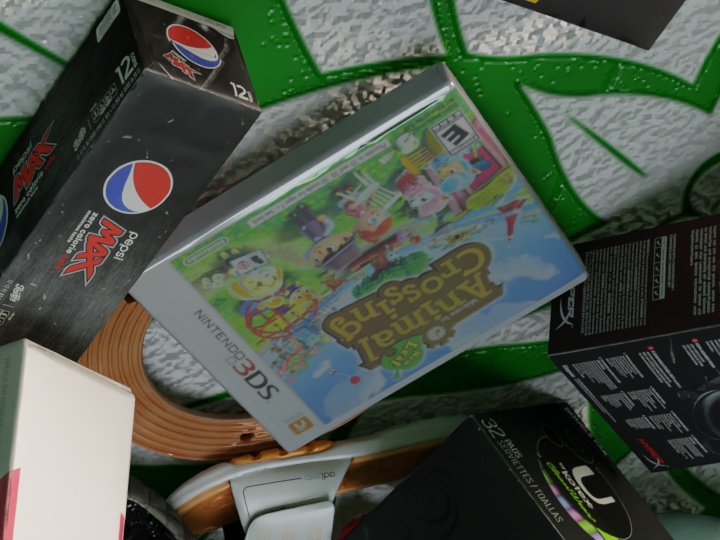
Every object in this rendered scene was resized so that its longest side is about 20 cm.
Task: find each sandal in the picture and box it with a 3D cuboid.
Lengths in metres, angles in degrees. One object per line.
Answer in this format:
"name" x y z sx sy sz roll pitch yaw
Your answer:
"sandal" -0.017 0.135 1.234 0.205 0.060 0.079 -14 156 -7

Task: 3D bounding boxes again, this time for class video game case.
"video game case" 0.000 0.000 1.116 0.199 0.022 0.182 -31 136 10

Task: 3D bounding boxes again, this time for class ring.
"ring" -0.057 0.031 1.155 0.198 0.019 0.202 -11 136 -10

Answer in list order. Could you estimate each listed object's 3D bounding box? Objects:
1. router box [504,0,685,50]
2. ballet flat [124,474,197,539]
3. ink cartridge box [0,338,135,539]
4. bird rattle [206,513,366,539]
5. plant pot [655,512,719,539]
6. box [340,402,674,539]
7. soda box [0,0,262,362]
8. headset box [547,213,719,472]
"router box" 0.118 -0.207 0.952 0.156 0.052 0.201 14 128 -31
"ballet flat" -0.113 0.172 1.186 0.200 0.057 0.067 42 87 -3
"ink cartridge box" -0.215 0.134 1.054 0.199 0.146 0.084 -17 148 34
"bird rattle" -0.058 0.214 1.314 0.198 0.113 0.163 -12 151 -29
"plant pot" 0.185 0.237 1.355 0.133 0.201 0.201 27 124 -8
"box" 0.111 0.193 1.216 0.124 0.200 0.148 -45 161 20
"soda box" -0.131 -0.036 1.023 0.070 0.064 0.200 17 127 -34
"headset box" 0.224 0.036 1.174 0.198 0.078 0.149 -13 143 28
